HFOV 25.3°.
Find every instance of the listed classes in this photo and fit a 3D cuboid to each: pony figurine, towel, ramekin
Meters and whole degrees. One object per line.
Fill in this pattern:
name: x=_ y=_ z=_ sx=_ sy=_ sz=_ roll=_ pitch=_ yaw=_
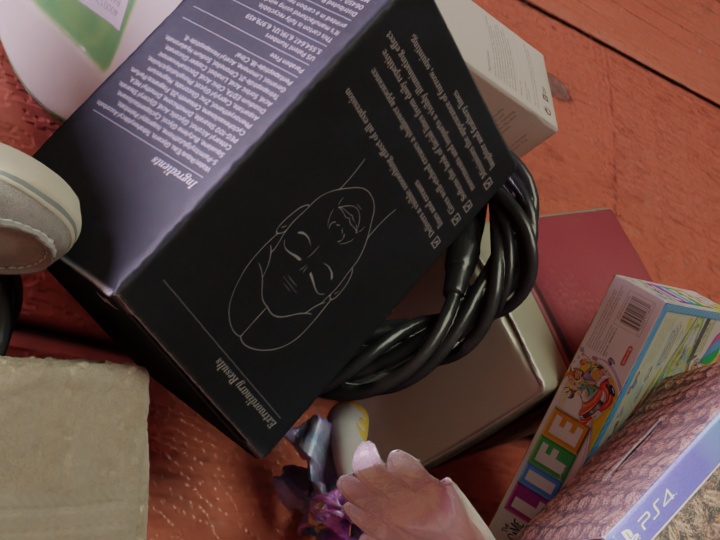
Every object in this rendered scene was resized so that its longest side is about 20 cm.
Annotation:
pony figurine: x=0.007 y=0.155 z=0.769 sx=0.193 sy=0.166 sz=0.200 roll=47 pitch=16 yaw=-27
towel: x=-0.156 y=0.096 z=0.633 sx=0.200 sy=0.034 sz=0.133 roll=12 pitch=77 yaw=-56
ramekin: x=-0.109 y=-0.163 z=0.851 sx=0.098 sy=0.200 sz=0.200 roll=-8 pitch=67 yaw=-48

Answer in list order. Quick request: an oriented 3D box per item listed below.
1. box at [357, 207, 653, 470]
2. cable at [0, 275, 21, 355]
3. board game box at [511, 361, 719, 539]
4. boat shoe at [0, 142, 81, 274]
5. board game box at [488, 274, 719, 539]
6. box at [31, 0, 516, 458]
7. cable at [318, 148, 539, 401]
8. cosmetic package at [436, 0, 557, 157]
box: x=0.088 y=0.041 z=0.982 sx=0.200 sy=0.128 sz=0.109 roll=-9 pitch=68 yaw=-55
cable: x=-0.230 y=-0.002 z=0.665 sx=0.200 sy=0.051 sz=0.163 roll=10 pitch=48 yaw=-47
board game box: x=0.198 y=0.169 z=0.820 sx=0.159 sy=0.097 sz=0.200 roll=-40 pitch=96 yaw=-31
boat shoe: x=-0.196 y=-0.016 z=0.606 sx=0.201 sy=0.070 sz=0.072 roll=14 pitch=55 yaw=-39
board game box: x=0.140 y=0.103 z=0.924 sx=0.034 sy=0.200 sz=0.134 roll=30 pitch=10 yaw=29
box: x=-0.044 y=-0.041 z=0.761 sx=0.107 sy=0.200 sz=0.148 roll=31 pitch=-17 yaw=39
cable: x=0.000 y=0.000 z=0.862 sx=0.163 sy=0.200 sz=0.051 roll=40 pitch=-16 yaw=30
cosmetic package: x=0.030 y=-0.141 z=1.098 sx=0.200 sy=0.108 sz=0.085 roll=33 pitch=37 yaw=-34
